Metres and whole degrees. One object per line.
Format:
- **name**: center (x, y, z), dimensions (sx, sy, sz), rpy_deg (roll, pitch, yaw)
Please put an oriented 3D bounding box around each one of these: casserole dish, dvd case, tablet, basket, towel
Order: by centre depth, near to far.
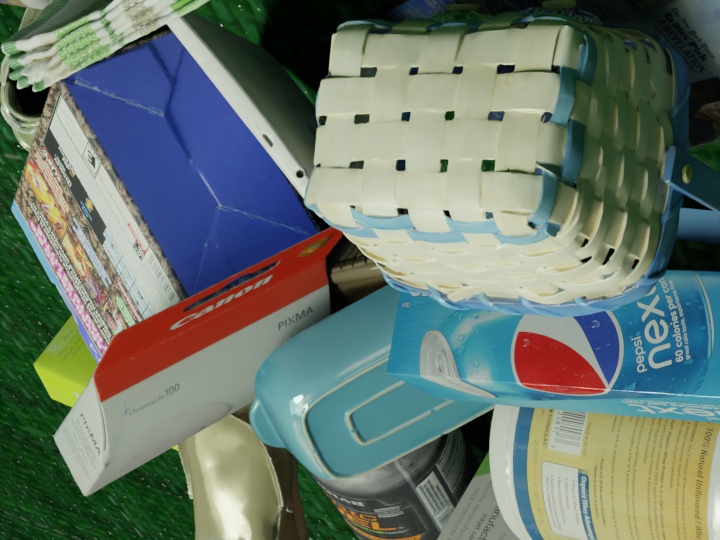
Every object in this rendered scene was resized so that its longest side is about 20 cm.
- **basket**: center (0.084, -0.047, 0.763), dimensions (0.176, 0.140, 0.200), rpy_deg (4, 167, 32)
- **towel**: center (-0.084, -0.161, 0.771), dimensions (0.031, 0.149, 0.200), rpy_deg (45, 149, -21)
- **dvd case**: center (0.113, -0.110, 0.783), dimensions (0.143, 0.018, 0.200), rpy_deg (45, 151, -19)
- **tablet**: center (-0.036, -0.078, 0.850), dimensions (0.130, 0.014, 0.200), rpy_deg (52, -171, 5)
- **casserole dish**: center (0.031, 0.060, 0.962), dimensions (0.039, 0.199, 0.121), rpy_deg (59, 175, 42)

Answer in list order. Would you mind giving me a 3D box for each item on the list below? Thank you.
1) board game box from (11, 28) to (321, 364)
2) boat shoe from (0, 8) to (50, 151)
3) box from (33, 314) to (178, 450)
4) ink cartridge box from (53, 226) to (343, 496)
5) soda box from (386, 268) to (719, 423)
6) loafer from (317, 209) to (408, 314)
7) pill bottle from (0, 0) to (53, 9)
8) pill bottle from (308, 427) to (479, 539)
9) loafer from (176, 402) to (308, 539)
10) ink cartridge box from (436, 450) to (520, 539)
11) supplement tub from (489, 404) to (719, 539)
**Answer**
- **board game box**: center (-0.127, -0.029, 1.018), dimensions (0.160, 0.097, 0.200), rpy_deg (59, 153, 8)
- **boat shoe**: center (-0.209, -0.122, 1.056), dimensions (0.072, 0.062, 0.200), rpy_deg (33, 153, 2)
- **box**: center (-0.127, 0.069, 1.203), dimensions (0.199, 0.122, 0.048), rpy_deg (18, 148, 27)
- **ink cartridge box**: center (-0.084, 0.053, 0.938), dimensions (0.057, 0.162, 0.200), rpy_deg (60, 153, 4)
- **soda box**: center (0.117, 0.037, 0.834), dimensions (0.199, 0.065, 0.068), rpy_deg (1, 165, 31)
- **loafer**: center (0.000, 0.000, 1.023), dimensions (0.067, 0.076, 0.200), rpy_deg (40, 160, -17)
- **pill bottle**: center (-0.243, -0.209, 0.859), dimensions (0.199, 0.116, 0.116), rpy_deg (11, 147, 12)
- **pill bottle**: center (0.017, 0.120, 1.116), dimensions (0.106, 0.107, 0.200), rpy_deg (20, 159, 24)
- **loafer**: center (-0.080, 0.151, 1.101), dimensions (0.075, 0.068, 0.201), rpy_deg (0, 131, 19)
- **ink cartridge box**: center (0.166, 0.173, 1.031), dimensions (0.199, 0.146, 0.084), rpy_deg (9, 142, 38)
- **supplement tub**: center (0.187, 0.104, 0.903), dimensions (0.199, 0.145, 0.145), rpy_deg (8, 143, 40)
